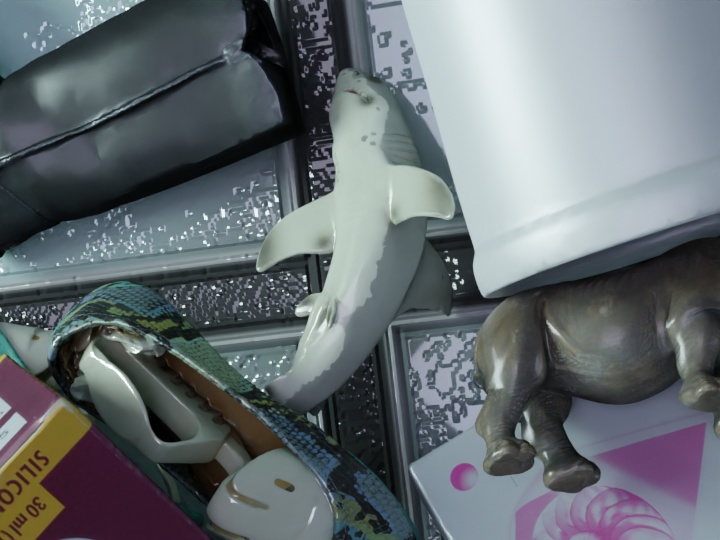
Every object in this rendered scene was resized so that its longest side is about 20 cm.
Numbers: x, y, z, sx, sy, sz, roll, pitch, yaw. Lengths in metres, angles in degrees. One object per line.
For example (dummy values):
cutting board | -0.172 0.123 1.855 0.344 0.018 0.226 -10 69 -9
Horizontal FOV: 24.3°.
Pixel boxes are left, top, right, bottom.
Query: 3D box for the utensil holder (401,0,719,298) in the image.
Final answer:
utensil holder | 0.103 -0.107 0.721 0.169 0.170 0.201 -19 84 14

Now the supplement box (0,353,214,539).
supplement box | -0.122 0.156 0.739 0.131 0.103 0.200 -48 115 -12

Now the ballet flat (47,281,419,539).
ballet flat | -0.064 0.084 0.749 0.200 0.074 0.074 37 99 15

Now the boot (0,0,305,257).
boot | -0.143 -0.108 0.828 0.199 0.066 0.166 -21 98 21

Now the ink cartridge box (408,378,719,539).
ink cartridge box | 0.151 0.119 0.720 0.196 0.043 0.200 -31 60 -2

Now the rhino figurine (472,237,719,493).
rhino figurine | 0.140 0.027 0.709 0.199 0.060 0.088 -17 53 5

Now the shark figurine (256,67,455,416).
shark figurine | 0.001 0.020 0.798 0.128 0.089 0.215 23 89 47

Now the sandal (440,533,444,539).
sandal | 0.076 0.178 0.762 0.075 0.045 0.201 -27 61 29

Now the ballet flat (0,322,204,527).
ballet flat | -0.152 0.075 0.849 0.070 0.067 0.200 -41 81 -13
